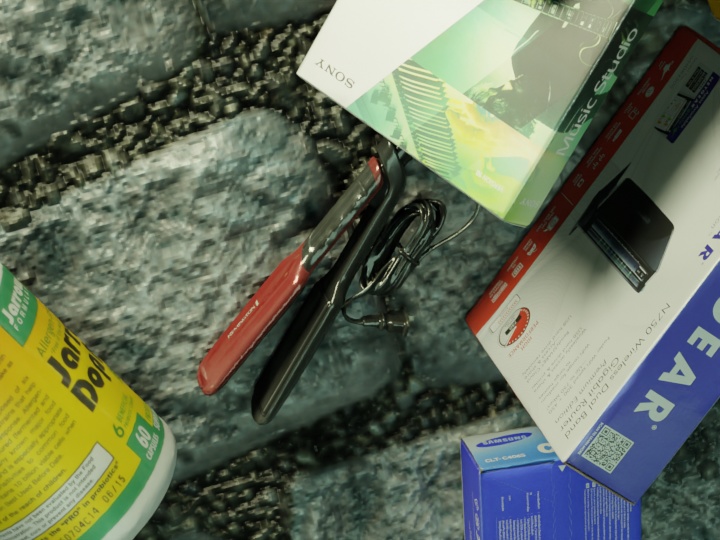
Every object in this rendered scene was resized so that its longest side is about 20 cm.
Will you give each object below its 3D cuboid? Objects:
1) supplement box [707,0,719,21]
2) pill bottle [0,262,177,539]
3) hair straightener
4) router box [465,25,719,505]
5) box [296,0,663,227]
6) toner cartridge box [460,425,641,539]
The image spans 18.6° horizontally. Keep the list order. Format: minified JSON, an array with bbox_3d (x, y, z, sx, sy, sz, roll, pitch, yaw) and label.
[{"bbox_3d":[0.211,-0.223,1.068,0.109,0.110,0.200,-30,115,-12],"label":"supplement box"},{"bbox_3d":[-0.194,0.058,1.090,0.113,0.113,0.200,-41,114,5],"label":"pill bottle"},{"bbox_3d":[0.000,0.000,1.158,0.077,0.041,0.200,34,96,-23],"label":"hair straightener"},{"bbox_3d":[0.151,-0.009,1.108,0.049,0.180,0.200,32,101,-23],"label":"router box"},{"bbox_3d":[0.072,-0.143,1.064,0.036,0.144,0.200,6,117,-59],"label":"box"},{"bbox_3d":[0.110,0.185,1.250,0.095,0.043,0.200,-8,113,-11],"label":"toner cartridge box"}]
